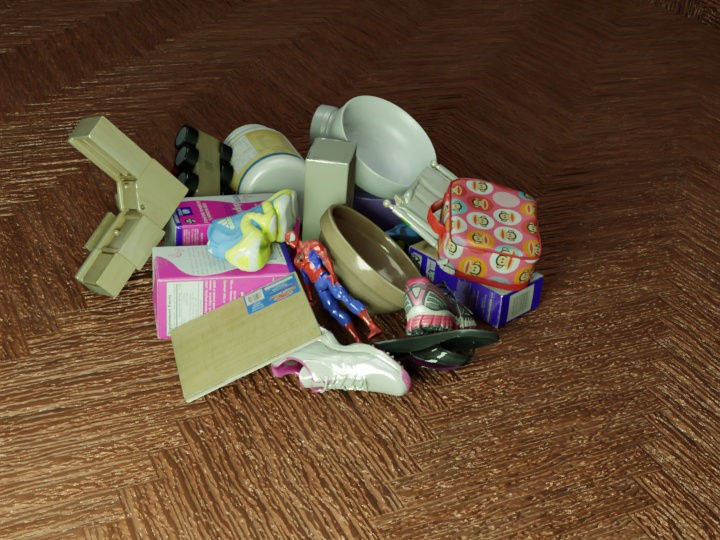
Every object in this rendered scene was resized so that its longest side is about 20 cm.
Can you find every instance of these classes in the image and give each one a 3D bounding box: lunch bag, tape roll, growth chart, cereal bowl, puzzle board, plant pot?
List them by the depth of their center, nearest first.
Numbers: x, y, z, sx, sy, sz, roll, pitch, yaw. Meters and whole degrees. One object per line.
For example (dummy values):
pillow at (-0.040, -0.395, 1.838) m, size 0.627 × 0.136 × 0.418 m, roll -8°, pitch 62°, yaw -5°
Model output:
puzzle board at (-0.158, 0.089, 1.341) m, size 0.199 × 0.017 × 0.151 m, roll -25°, pitch 37°, yaw -2°
plant pot at (0.000, 0.000, 1.497) m, size 0.200 × 0.093 × 0.201 m, roll 39°, pitch 19°, yaw -16°
lunch bag at (0.189, -0.064, 1.538) m, size 0.174 × 0.082 × 0.201 m, roll 13°, pitch 38°, yaw -2°
growth chart at (0.134, -0.107, 1.636) m, size 0.145 × 0.018 × 0.200 m, roll 44°, pitch 42°, yaw 1°
cereal bowl at (0.030, -0.202, 1.708) m, size 0.199 × 0.083 × 0.201 m, roll 22°, pitch 46°, yaw -24°
tape roll at (0.015, -0.134, 1.796) m, size 0.198 × 0.086 × 0.201 m, roll 4°, pitch 29°, yaw -2°

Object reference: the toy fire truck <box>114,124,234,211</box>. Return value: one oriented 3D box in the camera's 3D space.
toy fire truck at (-0.328, -0.134, 1.713) m, size 0.128 × 0.200 × 0.177 m, roll 24°, pitch 40°, yaw -32°

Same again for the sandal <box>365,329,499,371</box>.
sandal at (0.097, 0.119, 1.379) m, size 0.198 × 0.075 × 0.048 m, roll -8°, pitch 73°, yaw -1°

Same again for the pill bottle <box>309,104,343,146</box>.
pill bottle at (0.004, -0.276, 2.022) m, size 0.198 × 0.115 × 0.114 m, roll 14°, pitch 30°, yaw 16°

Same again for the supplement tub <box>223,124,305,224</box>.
supplement tub at (-0.170, -0.170, 1.765) m, size 0.143 × 0.146 × 0.200 m, roll -6°, pitch 30°, yaw -21°

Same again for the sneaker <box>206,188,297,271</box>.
sneaker at (-0.163, -0.072, 1.448) m, size 0.104 × 0.076 × 0.200 m, roll 11°, pitch 29°, yaw 12°

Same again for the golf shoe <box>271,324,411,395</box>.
golf shoe at (-0.030, 0.137, 1.324) m, size 0.199 × 0.076 × 0.092 m, roll 19°, pitch 52°, yaw 21°

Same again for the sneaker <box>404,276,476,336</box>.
sneaker at (0.115, 0.054, 1.407) m, size 0.080 × 0.075 × 0.200 m, roll -11°, pitch -10°, yaw 15°

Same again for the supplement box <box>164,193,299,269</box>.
supplement box at (-0.207, -0.055, 1.579) m, size 0.198 × 0.104 × 0.101 m, roll -4°, pitch 30°, yaw -20°

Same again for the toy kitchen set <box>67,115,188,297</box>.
toy kitchen set at (-0.409, -0.095, 1.490) m, size 0.163 × 0.180 × 0.201 m, roll 6°, pitch 60°, yaw 52°

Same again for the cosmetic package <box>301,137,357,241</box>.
cosmetic package at (-0.052, -0.102, 1.602) m, size 0.072 × 0.202 × 0.104 m, roll 8°, pitch 29°, yaw 4°

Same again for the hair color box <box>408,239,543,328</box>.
hair color box at (0.182, 0.009, 1.586) m, size 0.109 × 0.065 × 0.199 m, roll -22°, pitch 37°, yaw -39°

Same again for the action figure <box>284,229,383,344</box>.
action figure at (-0.048, 0.023, 1.406) m, size 0.052 × 0.065 × 0.201 m, roll -18°, pitch 69°, yaw -51°

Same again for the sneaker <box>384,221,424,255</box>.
sneaker at (0.068, -0.046, 1.673) m, size 0.199 × 0.067 × 0.078 m, roll -19°, pitch 25°, yaw -38°

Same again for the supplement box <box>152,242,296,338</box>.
supplement box at (-0.203, 0.027, 1.443) m, size 0.198 × 0.104 × 0.101 m, roll -1°, pitch 29°, yaw -15°
